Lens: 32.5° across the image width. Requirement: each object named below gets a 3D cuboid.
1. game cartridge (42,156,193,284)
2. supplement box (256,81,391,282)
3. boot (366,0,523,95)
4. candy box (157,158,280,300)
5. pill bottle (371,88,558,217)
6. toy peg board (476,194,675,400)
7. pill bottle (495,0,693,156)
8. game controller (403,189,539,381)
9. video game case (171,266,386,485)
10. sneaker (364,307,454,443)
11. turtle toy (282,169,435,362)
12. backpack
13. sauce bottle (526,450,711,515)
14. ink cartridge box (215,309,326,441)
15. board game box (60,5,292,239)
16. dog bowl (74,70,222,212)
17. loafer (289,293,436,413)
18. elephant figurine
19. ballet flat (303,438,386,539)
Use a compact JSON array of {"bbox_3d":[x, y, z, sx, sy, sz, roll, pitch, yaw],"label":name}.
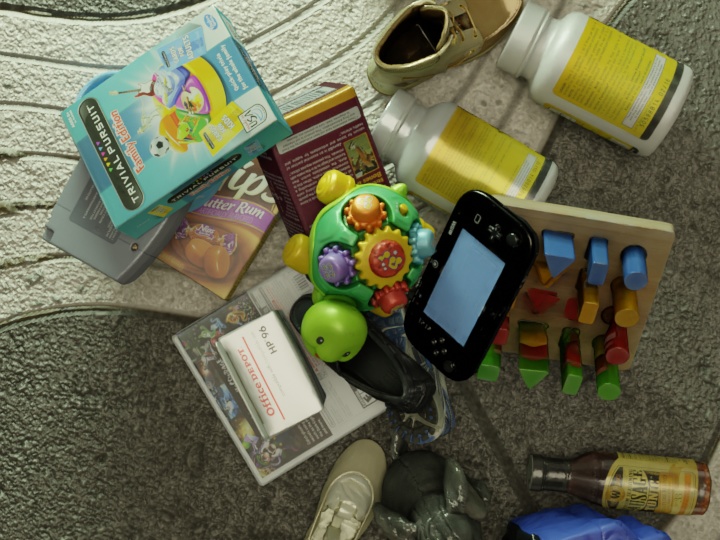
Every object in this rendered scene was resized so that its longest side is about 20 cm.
[{"bbox_3d":[-0.241,-0.092,1.312,0.133,0.040,0.200,28,88,25],"label":"game cartridge"},{"bbox_3d":[-0.034,-0.091,1.339,0.110,0.086,0.200,-27,110,-15],"label":"supplement box"},{"bbox_3d":[0.097,-0.266,1.348,0.200,0.155,0.073,-28,89,-1],"label":"boot"},{"bbox_3d":[-0.148,-0.080,1.395,0.117,0.056,0.200,31,88,2],"label":"candy box"},{"bbox_3d":[0.109,-0.117,1.367,0.200,0.112,0.112,31,89,0],"label":"pill bottle"},{"bbox_3d":[0.216,0.041,1.319,0.199,0.098,0.200,9,129,0],"label":"toy peg board"},{"bbox_3d":[0.256,-0.217,1.369,0.200,0.111,0.112,27,89,0],"label":"pill bottle"},{"bbox_3d":[0.111,0.017,1.276,0.104,0.042,0.200,37,122,22],"label":"game controller"},{"bbox_3d":[-0.087,0.114,1.408,0.182,0.023,0.200,-31,90,-1],"label":"video game case"},{"bbox_3d":[0.049,0.104,1.388,0.077,0.085,0.200,-30,67,23],"label":"sneaker"},{"bbox_3d":[0.000,0.000,1.269,0.146,0.101,0.200,28,91,-25],"label":"turtle toy"},{"bbox_3d":[0.243,0.335,1.316,0.167,0.200,0.163,-7,87,-10],"label":"backpack"},{"bbox_3d":[0.288,0.237,1.384,0.199,0.066,0.066,3,89,1],"label":"sauce bottle"},{"bbox_3d":[-0.091,0.106,1.296,0.068,0.200,0.116,-28,90,-1],"label":"ink cartridge box"},{"bbox_3d":[-0.191,-0.151,1.263,0.200,0.047,0.151,-33,70,9],"label":"board game box"},{"bbox_3d":[-0.239,-0.147,1.367,0.200,0.050,0.112,37,92,22],"label":"dog bowl"},{"bbox_3d":[-0.005,0.083,1.330,0.200,0.070,0.068,36,97,30],"label":"loafer"},{"bbox_3d":[0.085,0.266,1.314,0.155,0.200,0.142,18,89,1],"label":"elephant figurine"},{"bbox_3d":[-0.024,0.286,1.382,0.069,0.069,0.200,24,89,1],"label":"ballet flat"}]
